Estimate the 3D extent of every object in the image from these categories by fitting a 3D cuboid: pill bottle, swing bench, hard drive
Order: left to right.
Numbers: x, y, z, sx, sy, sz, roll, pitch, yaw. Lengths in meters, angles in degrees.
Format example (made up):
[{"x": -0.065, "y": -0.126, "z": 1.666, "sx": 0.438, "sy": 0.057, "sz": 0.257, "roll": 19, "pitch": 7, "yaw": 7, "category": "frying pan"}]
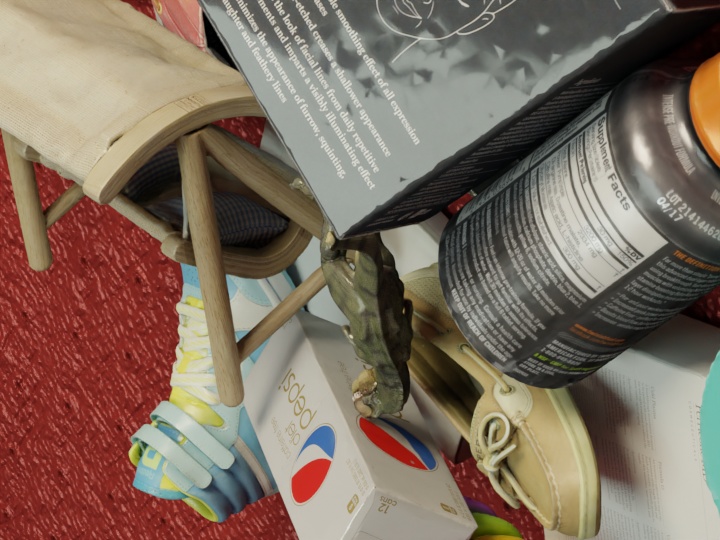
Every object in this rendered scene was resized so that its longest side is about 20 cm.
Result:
[{"x": -0.120, "y": -0.064, "z": 1.636, "sx": 0.199, "sy": 0.130, "sz": 0.200, "roll": 34, "pitch": 161, "yaw": 40, "category": "swing bench"}, {"x": 0.010, "y": -0.001, "z": 1.712, "sx": 0.200, "sy": 0.026, "sz": 0.132, "roll": 46, "pitch": 143, "yaw": 27, "category": "hard drive"}, {"x": 0.134, "y": -0.031, "z": 1.430, "sx": 0.200, "sy": 0.106, "sz": 0.107, "roll": -38, "pitch": 80, "yaw": 43, "category": "pill bottle"}]

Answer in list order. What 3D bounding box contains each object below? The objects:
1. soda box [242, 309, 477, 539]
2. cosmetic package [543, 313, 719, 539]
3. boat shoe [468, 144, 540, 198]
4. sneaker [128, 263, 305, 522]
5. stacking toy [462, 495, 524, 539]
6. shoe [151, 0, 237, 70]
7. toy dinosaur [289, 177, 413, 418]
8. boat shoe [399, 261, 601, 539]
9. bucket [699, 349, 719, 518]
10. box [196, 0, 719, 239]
[{"x": -0.004, "y": 0.100, "z": 1.621, "sx": 0.064, "sy": 0.068, "sz": 0.200, "roll": -59, "pitch": 26, "yaw": 17, "category": "soda box"}, {"x": 0.157, "y": 0.117, "z": 1.562, "sx": 0.151, "sy": 0.052, "sz": 0.201, "roll": 24, "pitch": 130, "yaw": 50, "category": "cosmetic package"}, {"x": 0.044, "y": -0.084, "z": 1.570, "sx": 0.074, "sy": 0.066, "sz": 0.200, "roll": -28, "pitch": 88, "yaw": 57, "category": "boat shoe"}, {"x": -0.093, "y": 0.061, "z": 1.774, "sx": 0.079, "sy": 0.130, "sz": 0.201, "roll": 19, "pitch": 137, "yaw": 59, "category": "sneaker"}, {"x": 0.056, "y": 0.167, "z": 1.627, "sx": 0.200, "sy": 0.116, "sz": 0.110, "roll": -127, "pitch": 25, "yaw": -46, "category": "stacking toy"}, {"x": -0.093, "y": -0.184, "z": 1.673, "sx": 0.091, "sy": 0.071, "sz": 0.201, "roll": 24, "pitch": 140, "yaw": 61, "category": "shoe"}, {"x": 0.000, "y": 0.000, "z": 1.516, "sx": 0.200, "sy": 0.047, "sz": 0.088, "roll": 73, "pitch": -177, "yaw": -59, "category": "toy dinosaur"}, {"x": 0.064, "y": 0.069, "z": 1.552, "sx": 0.073, "sy": 0.063, "sz": 0.201, "roll": 90, "pitch": 158, "yaw": -44, "category": "boat shoe"}, {"x": 0.258, "y": 0.075, "z": 1.319, "sx": 0.207, "sy": 0.134, "sz": 0.208, "roll": 33, "pitch": 136, "yaw": 38, "category": "bucket"}, {"x": 0.047, "y": -0.131, "z": 1.420, "sx": 0.200, "sy": 0.107, "sz": 0.149, "roll": -34, "pitch": 82, "yaw": 24, "category": "box"}]
